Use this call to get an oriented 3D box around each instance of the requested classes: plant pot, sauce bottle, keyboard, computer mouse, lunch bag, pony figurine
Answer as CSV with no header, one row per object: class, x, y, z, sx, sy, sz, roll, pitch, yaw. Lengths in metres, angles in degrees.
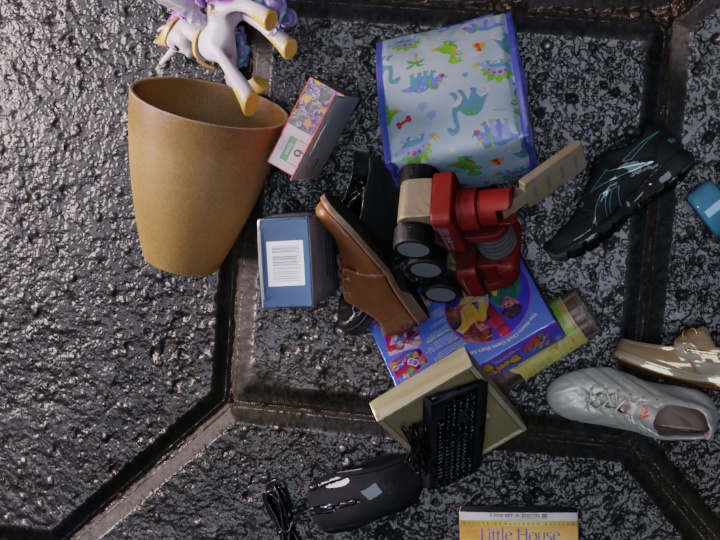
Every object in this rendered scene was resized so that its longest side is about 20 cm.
plant pot,-0.192,-0.103,1.622,0.185,0.187,0.201,15,111,6
sauce bottle,0.185,0.099,1.631,0.199,0.065,0.065,-35,90,8
keyboard,0.100,0.203,1.578,0.103,0.201,0.040,-18,53,-10
computer mouse,-0.016,0.309,1.686,0.198,0.046,0.142,-13,92,9
lunch bag,0.108,-0.194,1.588,0.169,0.128,0.201,-10,65,8
pony figurine,-0.161,-0.297,1.594,0.199,0.166,0.194,33,119,34

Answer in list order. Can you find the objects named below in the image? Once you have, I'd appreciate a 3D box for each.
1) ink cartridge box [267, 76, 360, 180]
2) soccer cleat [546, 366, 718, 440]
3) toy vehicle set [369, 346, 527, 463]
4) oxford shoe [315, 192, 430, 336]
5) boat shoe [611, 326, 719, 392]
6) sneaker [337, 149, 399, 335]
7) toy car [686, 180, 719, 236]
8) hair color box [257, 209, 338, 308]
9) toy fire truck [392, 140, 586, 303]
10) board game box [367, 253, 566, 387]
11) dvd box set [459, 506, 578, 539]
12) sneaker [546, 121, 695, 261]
ink cartridge box,-0.057,-0.160,1.571,0.050,0.200,0.110,29,98,4
soccer cleat,0.315,0.157,1.607,0.198,0.078,0.070,7,109,7
toy vehicle set,0.104,0.168,1.592,0.124,0.200,0.027,-31,54,8
oxford shoe,0.000,0.000,1.562,0.071,0.071,0.200,-31,117,10
boat shoe,0.392,0.099,1.605,0.198,0.074,0.070,13,85,5
sneaker,-0.003,-0.030,1.623,0.060,0.104,0.201,26,91,50
toy car,0.477,-0.073,1.507,0.184,0.200,0.177,-36,90,10
hair color box,-0.069,-0.016,1.586,0.060,0.200,0.101,-2,94,8
toy fire truck,0.151,-0.058,1.529,0.198,0.176,0.130,-3,63,19
board game box,0.120,0.067,1.612,0.199,0.045,0.135,-31,55,10
dvd box set,0.193,0.385,1.673,0.145,0.029,0.202,0,96,8
sneaker,0.288,-0.089,1.605,0.200,0.075,0.079,-39,78,1
